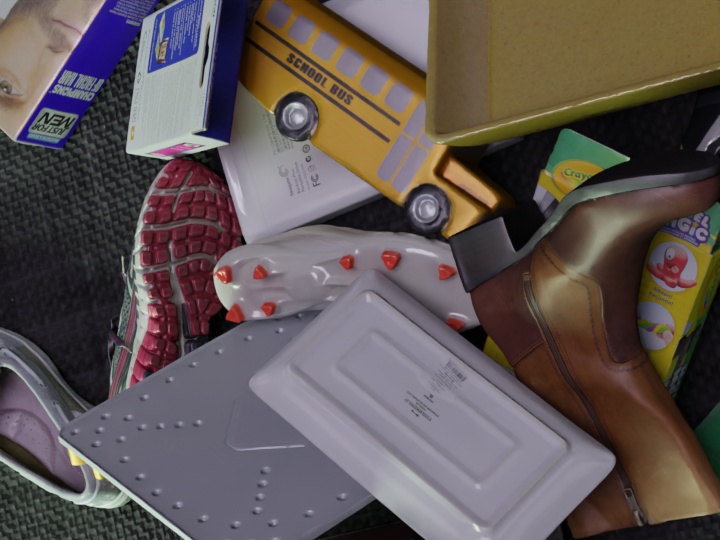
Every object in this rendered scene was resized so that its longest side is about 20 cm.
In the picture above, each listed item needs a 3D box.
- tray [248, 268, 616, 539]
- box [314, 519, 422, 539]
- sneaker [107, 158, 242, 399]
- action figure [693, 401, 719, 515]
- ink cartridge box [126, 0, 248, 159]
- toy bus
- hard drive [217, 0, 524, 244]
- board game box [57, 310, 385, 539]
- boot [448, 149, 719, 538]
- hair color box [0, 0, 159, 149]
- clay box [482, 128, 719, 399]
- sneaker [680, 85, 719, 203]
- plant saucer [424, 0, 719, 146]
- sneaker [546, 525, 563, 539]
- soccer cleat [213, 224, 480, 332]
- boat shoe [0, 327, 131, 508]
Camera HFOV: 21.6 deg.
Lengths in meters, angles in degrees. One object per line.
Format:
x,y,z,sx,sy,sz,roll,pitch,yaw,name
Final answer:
0.037,0.081,1.063,0.107,0.022,0.200,-42,60,-18,tray
-0.055,0.265,1.157,0.199,0.164,0.167,-23,79,21,box
-0.135,0.024,1.256,0.074,0.080,0.202,0,78,54,sneaker
0.275,0.067,1.079,0.118,0.055,0.201,37,95,23,action figure
-0.107,-0.125,1.198,0.037,0.200,0.095,8,87,-18,ink cartridge box
0.013,-0.092,1.170,0.200,0.065,0.079,36,101,22,toy bus
-0.004,-0.111,1.228,0.199,0.027,0.133,-21,79,22,hard drive
-0.049,0.098,1.132,0.200,0.199,0.026,28,137,44,board game box
0.153,0.046,1.041,0.188,0.068,0.201,-23,92,36,boot
-0.205,-0.197,1.303,0.109,0.065,0.201,40,105,20,hair color box
0.142,0.023,1.112,0.114,0.048,0.201,29,118,23,clay box
0.232,-0.112,1.113,0.201,0.071,0.083,-62,33,14,sneaker
0.139,-0.161,1.116,0.199,0.049,0.201,-13,51,21,plant saucer
0.083,0.196,1.160,0.106,0.074,0.202,-150,51,-63,sneaker
0.000,0.000,1.184,0.199,0.078,0.070,2,114,27,soccer cleat
-0.240,0.097,1.303,0.202,0.065,0.075,36,102,21,boat shoe
